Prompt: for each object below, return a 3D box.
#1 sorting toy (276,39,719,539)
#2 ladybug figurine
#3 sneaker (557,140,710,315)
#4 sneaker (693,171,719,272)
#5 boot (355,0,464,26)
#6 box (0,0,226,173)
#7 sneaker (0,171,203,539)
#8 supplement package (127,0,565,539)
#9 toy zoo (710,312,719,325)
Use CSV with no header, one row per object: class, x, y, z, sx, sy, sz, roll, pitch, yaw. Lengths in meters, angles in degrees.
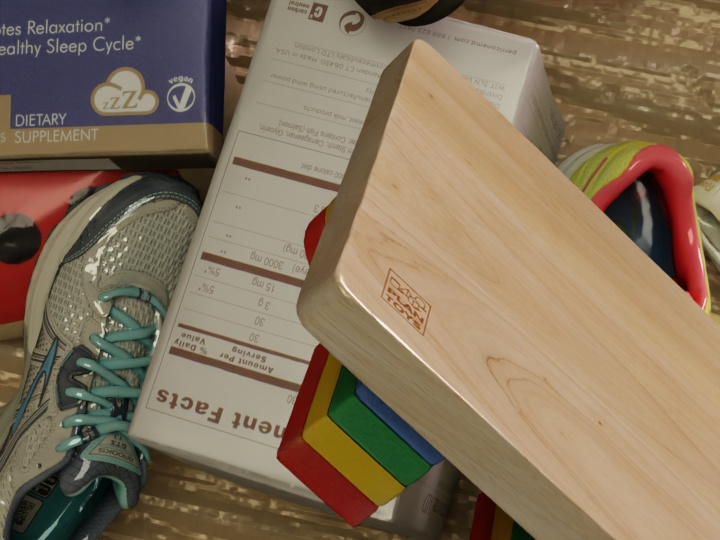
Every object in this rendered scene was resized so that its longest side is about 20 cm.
sorting toy,0.055,0.044,0.657,0.200,0.199,0.070,43,116,-13
ladybug figurine,-0.146,-0.046,0.852,0.200,0.072,0.136,-33,81,-2
sneaker,0.104,0.038,0.788,0.078,0.090,0.200,3,81,-11
sneaker,0.191,-0.063,0.828,0.115,0.074,0.200,-14,81,-11
boot,0.083,-0.144,0.799,0.077,0.138,0.200,-2,49,44
box,-0.115,-0.142,0.808,0.121,0.032,0.200,-1,78,11
sneaker,-0.107,0.057,0.807,0.078,0.086,0.200,19,100,-33
supplement package,0.000,0.000,0.807,0.117,0.117,0.200,16,82,14
toy zoo,0.122,0.092,0.840,0.131,0.020,0.200,8,81,4
